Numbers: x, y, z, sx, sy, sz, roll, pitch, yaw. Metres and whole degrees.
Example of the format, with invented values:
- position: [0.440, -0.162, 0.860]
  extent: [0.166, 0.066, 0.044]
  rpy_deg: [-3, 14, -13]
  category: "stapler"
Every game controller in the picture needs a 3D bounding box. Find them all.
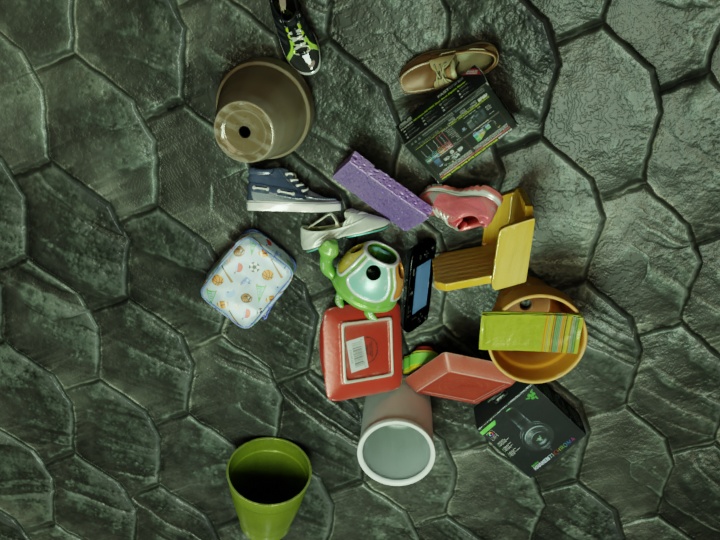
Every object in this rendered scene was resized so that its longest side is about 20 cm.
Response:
- position: [0.124, 0.033, 1.623]
  extent: [0.042, 0.104, 0.202]
  rpy_deg: [13, 115, 22]
  category: "game controller"

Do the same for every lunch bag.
- position: [-0.243, 0.023, 1.654]
  extent: [0.160, 0.076, 0.200]
  rpy_deg: [37, 109, -14]
  category: "lunch bag"

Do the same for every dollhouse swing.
- position: [0.239, -0.066, 1.521]
  extent: [0.174, 0.200, 0.184]
  rpy_deg: [4, 113, 2]
  category: "dollhouse swing"

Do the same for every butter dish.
- position: [-0.020, 0.167, 1.668]
  extent: [0.198, 0.147, 0.203]
  rpy_deg: [-5, 96, -31]
  category: "butter dish"

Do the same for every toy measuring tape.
- position: [0.107, 0.206, 1.709]
  extent: [0.197, 0.074, 0.074]
  rpy_deg: [1, 113, 3]
  category: "toy measuring tape"

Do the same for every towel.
- position: [0.335, 0.123, 1.493]
  extent: [0.197, 0.018, 0.087]
  rpy_deg: [1, 112, 3]
  category: "towel"

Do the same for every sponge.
- position: [0.043, -0.158, 1.548]
  extent: [0.199, 0.111, 0.030]
  rpy_deg: [35, 68, -11]
  category: "sponge"

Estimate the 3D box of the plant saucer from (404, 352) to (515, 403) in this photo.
- position: [0.224, 0.243, 1.654]
  extent: [0.198, 0.037, 0.200]
  rpy_deg: [13, 152, -18]
  category: "plant saucer"

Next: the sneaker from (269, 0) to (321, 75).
- position: [-0.135, -0.464, 1.439]
  extent: [0.071, 0.083, 0.202]
  rpy_deg: [-18, 111, 11]
  category: "sneaker"

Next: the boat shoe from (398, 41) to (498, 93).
- position: [0.170, -0.391, 1.457]
  extent: [0.198, 0.074, 0.076]
  rpy_deg: [-17, 110, 10]
  category: "boat shoe"

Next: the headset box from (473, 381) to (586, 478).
- position: [0.382, 0.342, 1.740]
  extent: [0.200, 0.093, 0.174]
  rpy_deg: [43, 108, -13]
  category: "headset box"

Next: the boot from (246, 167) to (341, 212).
- position: [-0.138, -0.168, 1.573]
  extent: [0.198, 0.073, 0.091]
  rpy_deg: [1, 94, -9]
  category: "boot"

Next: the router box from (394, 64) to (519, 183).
- position: [0.188, -0.280, 1.473]
  extent: [0.199, 0.062, 0.150]
  rpy_deg: [-35, 139, 16]
  category: "router box"

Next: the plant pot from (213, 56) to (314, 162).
- position: [-0.200, -0.290, 1.455]
  extent: [0.198, 0.174, 0.202]
  rpy_deg: [4, 119, 7]
  category: "plant pot"

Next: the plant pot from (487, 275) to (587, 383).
- position: [0.358, 0.104, 1.593]
  extent: [0.198, 0.184, 0.202]
  rpy_deg: [1, 113, 3]
  category: "plant pot"

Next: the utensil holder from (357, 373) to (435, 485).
- position: [0.081, 0.349, 1.698]
  extent: [0.168, 0.200, 0.172]
  rpy_deg: [1, 116, 3]
  category: "utensil holder"

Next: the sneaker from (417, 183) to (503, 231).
- position: [0.185, -0.122, 1.521]
  extent: [0.199, 0.088, 0.074]
  rpy_deg: [1, 151, 40]
  category: "sneaker"

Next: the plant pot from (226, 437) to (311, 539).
- position: [-0.224, 0.543, 1.818]
  extent: [0.198, 0.201, 0.194]
  rpy_deg: [9, 125, 0]
  category: "plant pot"

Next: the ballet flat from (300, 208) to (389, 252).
- position: [-0.039, -0.094, 1.601]
  extent: [0.198, 0.070, 0.070]
  rpy_deg: [-16, 111, 13]
  category: "ballet flat"

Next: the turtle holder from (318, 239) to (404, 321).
- position: [0.009, -0.002, 1.589]
  extent: [0.185, 0.140, 0.132]
  rpy_deg: [43, 132, 20]
  category: "turtle holder"
